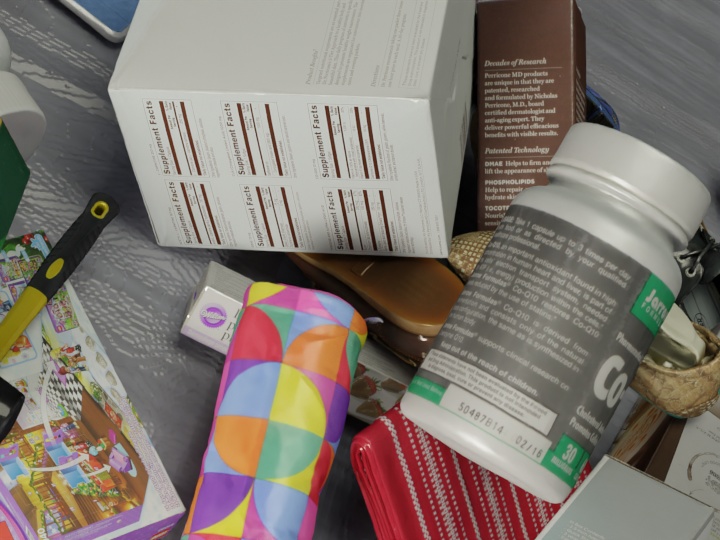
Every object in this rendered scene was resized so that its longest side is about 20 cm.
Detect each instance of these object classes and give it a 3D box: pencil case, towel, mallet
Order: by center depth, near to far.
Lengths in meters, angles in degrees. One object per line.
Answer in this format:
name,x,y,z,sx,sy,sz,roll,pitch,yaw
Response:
mallet,-0.183,0.026,0.945,0.066,0.041,0.200,37,45,1
pencil case,-0.050,0.105,0.959,0.088,0.088,0.202,22,66,-15
towel,0.075,0.123,1.044,0.200,0.022,0.146,-34,114,-42

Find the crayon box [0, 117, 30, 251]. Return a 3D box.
crayon box,-0.268,0.008,0.877,0.124,0.052,0.201,1,52,16

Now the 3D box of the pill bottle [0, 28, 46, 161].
pill bottle,-0.285,-0.145,1.010,0.109,0.110,0.201,-26,73,-40

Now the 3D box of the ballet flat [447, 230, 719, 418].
ballet flat,0.150,0.018,1.048,0.199,0.066,0.071,30,47,4

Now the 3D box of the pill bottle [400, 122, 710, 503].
pill bottle,0.117,0.023,0.957,0.113,0.113,0.201,30,84,-8

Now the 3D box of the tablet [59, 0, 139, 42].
tablet,-0.223,-0.257,1.194,0.199,0.014,0.130,38,47,-3

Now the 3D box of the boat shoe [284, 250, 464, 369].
boat shoe,0.000,0.000,1.097,0.070,0.071,0.200,-32,53,-16

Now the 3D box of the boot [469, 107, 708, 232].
boot,0.181,-0.061,1.263,0.144,0.071,0.202,-28,80,-46

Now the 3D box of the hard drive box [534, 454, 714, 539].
hard drive box,0.116,0.231,0.939,0.076,0.157,0.200,25,41,25

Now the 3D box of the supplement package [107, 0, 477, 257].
supplement package,-0.033,-0.127,1.069,0.198,0.148,0.192,3,50,11

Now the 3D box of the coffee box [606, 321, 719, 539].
coffee box,0.216,0.137,1.103,0.080,0.115,0.200,39,46,1

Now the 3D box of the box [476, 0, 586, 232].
box,0.121,-0.083,1.147,0.074,0.100,0.202,1,86,13

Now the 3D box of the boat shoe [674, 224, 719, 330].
boat shoe,0.247,0.009,1.191,0.074,0.066,0.201,-23,99,-36

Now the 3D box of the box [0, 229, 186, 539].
box,-0.205,0.081,0.942,0.136,0.039,0.201,-16,67,-37

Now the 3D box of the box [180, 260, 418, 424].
box,-0.019,0.060,1.062,0.199,0.039,0.042,26,22,-12

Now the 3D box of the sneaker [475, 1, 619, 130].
sneaker,0.126,-0.162,1.294,0.199,0.075,0.079,36,44,-5
